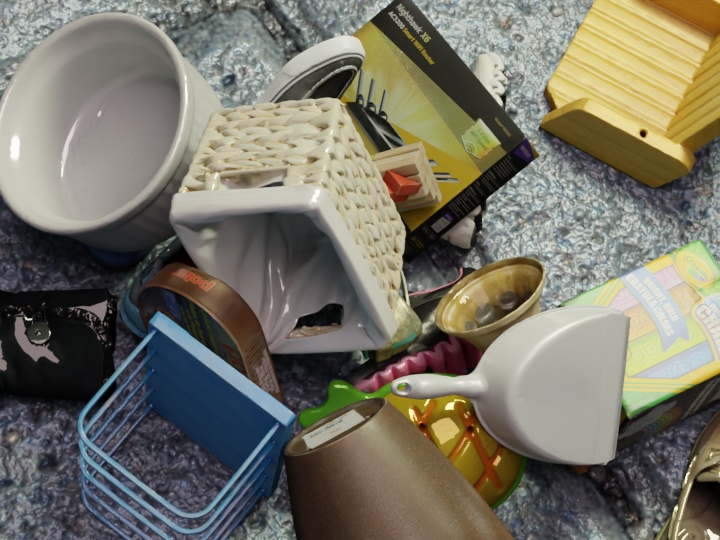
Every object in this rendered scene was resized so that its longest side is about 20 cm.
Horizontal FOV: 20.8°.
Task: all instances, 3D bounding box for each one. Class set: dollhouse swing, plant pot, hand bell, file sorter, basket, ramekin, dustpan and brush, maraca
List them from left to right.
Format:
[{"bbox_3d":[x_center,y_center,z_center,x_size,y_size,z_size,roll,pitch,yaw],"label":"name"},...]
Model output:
[{"bbox_3d":[-0.212,-0.112,1.701,0.200,0.098,0.201,-9,68,24],"label":"ramekin"},{"bbox_3d":[-0.150,0.152,1.605,0.139,0.200,0.123,36,67,8],"label":"file sorter"},{"bbox_3d":[-0.052,-0.036,1.624,0.135,0.200,0.124,-4,51,21],"label":"basket"},{"bbox_3d":[0.023,0.211,1.572,0.187,0.187,0.200,-31,100,-21],"label":"plant pot"},{"bbox_3d":[0.044,0.153,1.682,0.200,0.107,0.137,3,101,-5],"label":"maraca"},{"bbox_3d":[0.122,0.097,1.626,0.200,0.057,0.140,-2,104,-31],"label":"dustpan and brush"},{"bbox_3d":[0.154,0.098,1.708,0.104,0.104,0.200,-41,116,-23],"label":"hand bell"},{"bbox_3d":[0.298,-0.214,1.860,0.182,0.176,0.200,29,65,5],"label":"dollhouse swing"}]

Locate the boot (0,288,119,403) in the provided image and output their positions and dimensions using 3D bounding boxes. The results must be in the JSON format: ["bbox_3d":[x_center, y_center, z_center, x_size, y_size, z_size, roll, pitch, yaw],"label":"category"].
[{"bbox_3d":[-0.295,0.096,1.674,0.168,0.076,0.200,6,58,-2],"label":"boot"}]

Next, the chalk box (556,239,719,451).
[{"bbox_3d":[0.275,0.063,1.756,0.200,0.124,0.124,-24,71,-20],"label":"chalk box"}]

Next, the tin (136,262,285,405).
[{"bbox_3d":[-0.123,0.072,1.649,0.112,0.200,0.042,26,58,30],"label":"tin"}]

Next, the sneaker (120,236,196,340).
[{"bbox_3d":[-0.120,-0.010,1.730,0.079,0.096,0.200,42,50,11],"label":"sneaker"}]

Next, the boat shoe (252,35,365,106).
[{"bbox_3d":[-0.063,-0.129,1.767,0.200,0.072,0.068,-40,63,23],"label":"boat shoe"}]

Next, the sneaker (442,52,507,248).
[{"bbox_3d":[0.091,-0.120,1.842,0.081,0.075,0.200,11,66,9],"label":"sneaker"}]

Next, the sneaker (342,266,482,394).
[{"bbox_3d":[0.054,0.063,1.760,0.200,0.079,0.095,-31,51,-21],"label":"sneaker"}]

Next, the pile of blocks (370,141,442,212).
[{"bbox_3d":[-0.031,-0.074,1.715,0.200,0.082,0.062,9,34,9],"label":"pile of blocks"}]

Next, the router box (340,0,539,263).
[{"bbox_3d":[0.042,-0.132,1.798,0.157,0.052,0.200,-40,64,4],"label":"router box"}]

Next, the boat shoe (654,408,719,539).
[{"bbox_3d":[0.319,0.191,1.734,0.072,0.065,0.200,31,64,6],"label":"boat shoe"}]

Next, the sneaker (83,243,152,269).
[{"bbox_3d":[-0.193,-0.095,1.778,0.074,0.082,0.200,24,66,1],"label":"sneaker"}]

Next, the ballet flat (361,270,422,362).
[{"bbox_3d":[0.000,0.000,1.745,0.071,0.071,0.200,-15,47,-15],"label":"ballet flat"}]
